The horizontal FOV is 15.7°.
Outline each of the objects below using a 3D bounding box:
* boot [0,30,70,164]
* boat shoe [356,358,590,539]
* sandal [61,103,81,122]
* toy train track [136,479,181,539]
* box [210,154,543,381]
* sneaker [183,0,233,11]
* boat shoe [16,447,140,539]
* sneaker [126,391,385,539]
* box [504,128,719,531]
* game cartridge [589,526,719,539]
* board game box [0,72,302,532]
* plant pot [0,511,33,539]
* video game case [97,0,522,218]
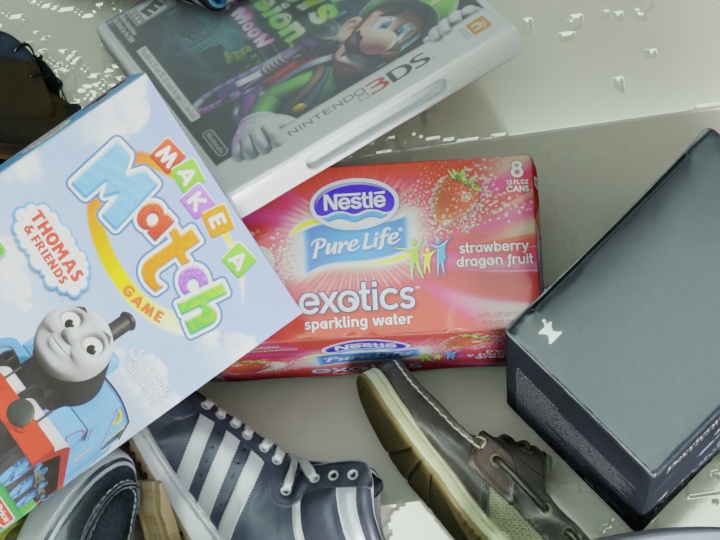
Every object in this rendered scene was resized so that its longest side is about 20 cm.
[{"bbox_3d":[-0.182,-0.097,1.476,0.199,0.075,0.097,-2,79,5],"label":"boot"},{"bbox_3d":[0.078,0.123,1.411,0.066,0.072,0.201,-37,82,-11],"label":"boat shoe"},{"bbox_3d":[-0.167,0.009,1.387,0.048,0.075,0.201,2,85,-4],"label":"sandal"},{"bbox_3d":[-0.078,0.170,1.359,0.032,0.200,0.115,-29,108,-40],"label":"toy train track"},{"bbox_3d":[0.000,0.000,1.429,0.199,0.096,0.100,-3,76,3],"label":"box"},{"bbox_3d":[-0.106,-0.178,1.458,0.199,0.072,0.073,-4,57,32],"label":"sneaker"},{"bbox_3d":[-0.142,0.196,1.356,0.091,0.071,0.201,24,92,29],"label":"boat shoe"},{"bbox_3d":[-0.058,0.102,1.420,0.108,0.070,0.200,-32,83,1],"label":"sneaker"},{"bbox_3d":[0.162,0.037,1.356,0.148,0.200,0.107,-44,77,-6],"label":"box"},{"bbox_3d":[0.167,0.202,1.366,0.199,0.040,0.134,-3,83,-14],"label":"game cartridge"},{"bbox_3d":[-0.151,0.017,1.323,0.200,0.037,0.152,-37,101,-16],"label":"board game box"},{"bbox_3d":[-0.255,0.077,1.393,0.200,0.200,0.185,-24,88,-2],"label":"plant pot"},{"bbox_3d":[-0.033,-0.129,1.440,0.181,0.023,0.200,-31,41,-7],"label":"video game case"}]
